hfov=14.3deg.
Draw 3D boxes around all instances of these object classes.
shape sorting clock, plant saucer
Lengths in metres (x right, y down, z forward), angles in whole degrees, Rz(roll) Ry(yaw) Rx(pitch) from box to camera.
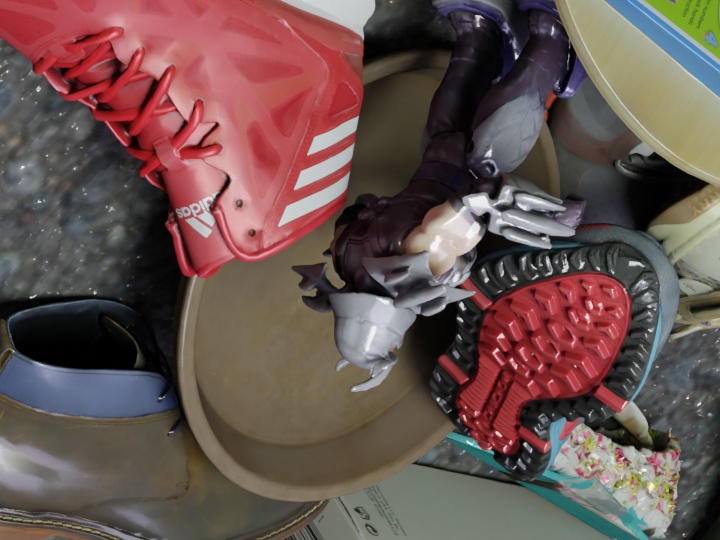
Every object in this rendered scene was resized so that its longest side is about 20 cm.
[{"bbox_3d":[0.144,-0.128,1.085,0.199,0.201,0.039,-5,173,-33],"label":"shape sorting clock"},{"bbox_3d":[0.000,0.000,1.171,0.199,0.029,0.201,-23,128,-33],"label":"plant saucer"}]

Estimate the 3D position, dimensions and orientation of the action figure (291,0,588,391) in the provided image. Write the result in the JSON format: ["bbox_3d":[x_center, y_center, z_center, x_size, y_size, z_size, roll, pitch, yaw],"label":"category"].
[{"bbox_3d":[0.042,-0.042,1.075,0.069,0.130,0.201,37,71,-32],"label":"action figure"}]

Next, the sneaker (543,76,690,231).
[{"bbox_3d":[0.130,-0.073,1.186,0.077,0.082,0.201,-7,134,-31],"label":"sneaker"}]

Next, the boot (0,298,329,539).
[{"bbox_3d":[-0.083,0.065,1.180,0.199,0.075,0.097,0,133,-34],"label":"boot"}]

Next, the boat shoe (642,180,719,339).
[{"bbox_3d":[0.157,0.002,1.244,0.073,0.063,0.200,-34,171,2],"label":"boat shoe"}]

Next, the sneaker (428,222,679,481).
[{"bbox_3d":[0.086,0.010,1.145,0.096,0.079,0.200,-49,179,-21],"label":"sneaker"}]

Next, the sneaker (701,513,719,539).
[{"bbox_3d":[0.211,0.095,1.441,0.090,0.067,0.200,21,116,-38],"label":"sneaker"}]

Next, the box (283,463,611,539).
[{"bbox_3d":[0.035,0.144,1.353,0.199,0.068,0.082,14,122,-43],"label":"box"}]

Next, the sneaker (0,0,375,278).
[{"bbox_3d":[-0.070,-0.060,1.013,0.199,0.116,0.078,7,167,-40],"label":"sneaker"}]

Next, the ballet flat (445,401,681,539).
[{"bbox_3d":[0.090,0.073,1.335,0.200,0.075,0.064,32,77,-54],"label":"ballet flat"}]
